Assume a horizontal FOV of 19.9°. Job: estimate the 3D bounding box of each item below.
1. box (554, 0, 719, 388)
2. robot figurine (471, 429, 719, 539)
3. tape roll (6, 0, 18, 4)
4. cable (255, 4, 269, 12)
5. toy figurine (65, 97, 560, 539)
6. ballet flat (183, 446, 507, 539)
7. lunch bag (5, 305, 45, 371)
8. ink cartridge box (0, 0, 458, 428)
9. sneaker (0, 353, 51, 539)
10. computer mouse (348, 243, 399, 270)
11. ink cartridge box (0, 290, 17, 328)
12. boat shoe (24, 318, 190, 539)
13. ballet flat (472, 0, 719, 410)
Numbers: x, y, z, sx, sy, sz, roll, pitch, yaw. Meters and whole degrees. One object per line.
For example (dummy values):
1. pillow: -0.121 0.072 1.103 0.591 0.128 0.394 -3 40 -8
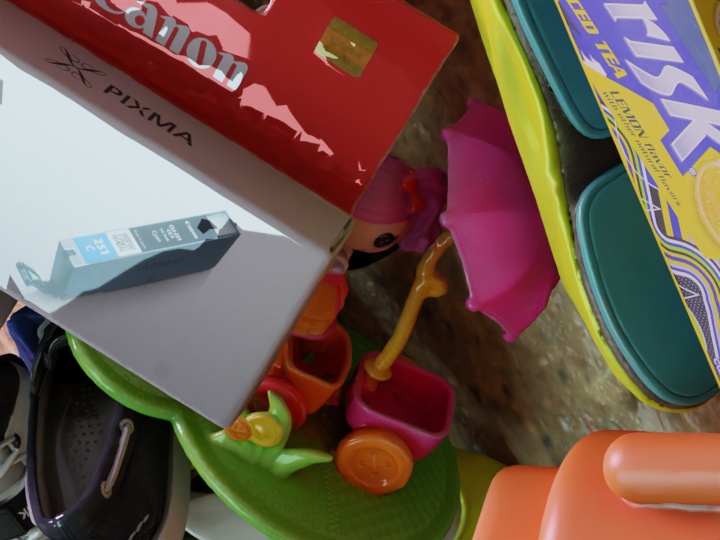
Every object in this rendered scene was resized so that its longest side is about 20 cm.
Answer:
1. box: 0.128 -0.061 0.707 0.070 0.064 0.201 -8 110 57
2. robot figurine: 0.141 0.121 0.767 0.199 0.116 0.145 2 99 24
3. tape roll: -0.174 -0.141 0.904 0.139 0.203 0.203 -34 87 22
4. cable: -0.063 -0.084 0.918 0.050 0.097 0.199 53 146 -15
5. toy figurine: 0.000 0.000 0.865 0.199 0.151 0.184 28 125 -11
6. ballet flat: -0.016 0.114 0.952 0.067 0.198 0.067 -142 58 -81
7. lunch bag: -0.084 0.062 1.062 0.201 0.132 0.136 55 168 9
8. ink cartridge box: -0.091 -0.063 0.782 0.199 0.045 0.177 31 117 0
9. sneaker: -0.167 0.104 1.020 0.089 0.074 0.200 52 178 19
10. computer mouse: -0.056 -0.044 0.992 0.199 0.034 0.059 15 131 34
11. ink cartridge box: -0.210 -0.025 0.958 0.067 0.200 0.117 -38 104 16
12. boat shoe: -0.116 0.046 0.928 0.060 0.075 0.201 42 -155 -41
13. ballet flat: 0.089 -0.045 0.774 0.201 0.066 0.067 69 165 -10
